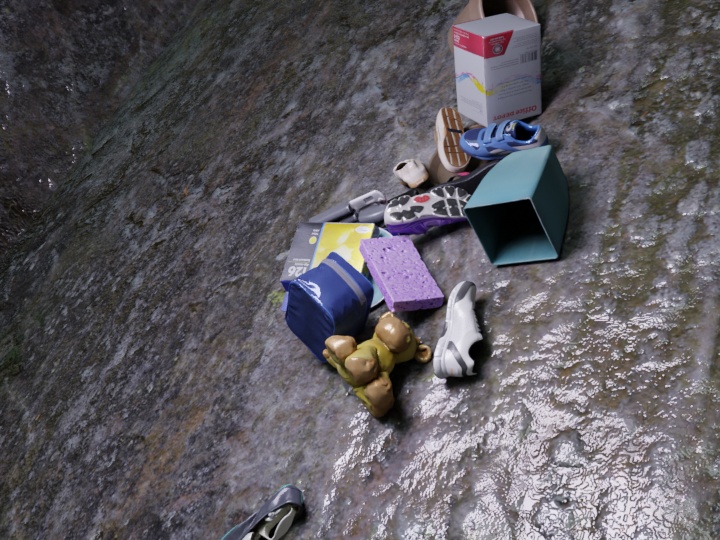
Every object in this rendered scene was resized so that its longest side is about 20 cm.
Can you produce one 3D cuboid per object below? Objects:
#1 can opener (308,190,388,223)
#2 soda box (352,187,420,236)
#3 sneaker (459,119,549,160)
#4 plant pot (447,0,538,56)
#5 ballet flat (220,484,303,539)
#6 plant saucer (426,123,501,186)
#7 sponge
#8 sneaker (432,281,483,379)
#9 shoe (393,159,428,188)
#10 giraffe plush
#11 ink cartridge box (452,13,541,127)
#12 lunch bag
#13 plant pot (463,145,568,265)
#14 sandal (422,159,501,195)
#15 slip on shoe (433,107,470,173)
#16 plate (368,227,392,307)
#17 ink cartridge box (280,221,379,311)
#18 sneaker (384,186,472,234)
[{"bbox_3d":[-0.028,-0.121,1.852,0.198,0.053,0.067,-19,41,29],"label":"can opener"},{"bbox_3d":[0.051,-0.102,1.859,0.198,0.063,0.071,-23,38,24],"label":"soda box"},{"bbox_3d":[0.300,-0.278,1.763,0.197,0.083,0.075,7,59,24],"label":"sneaker"},{"bbox_3d":[0.309,-0.586,2.062,0.174,0.200,0.202,-23,34,54],"label":"plant pot"},{"bbox_3d":[-0.175,0.457,1.465,0.200,0.073,0.073,-42,35,-5],"label":"ballet flat"},{"bbox_3d":[0.239,-0.247,1.871,0.198,0.030,0.201,-25,37,21],"label":"plant saucer"},{"bbox_3d":[0.078,0.003,1.673,0.110,0.030,0.201,-4,40,-21],"label":"sponge"},{"bbox_3d":[0.190,0.108,1.513,0.079,0.074,0.202,1,55,24],"label":"sneaker"},{"bbox_3d":[0.112,-0.229,1.899,0.070,0.054,0.200,-39,12,3],"label":"shoe"},{"bbox_3d":[0.040,0.154,1.546,0.162,0.173,0.200,-37,-1,-14],"label":"giraffe plush"},{"bbox_3d":[0.298,-0.436,1.840,0.144,0.202,0.145,-17,30,-17],"label":"ink cartridge box"},{"bbox_3d":[-0.055,0.072,1.656,0.132,0.201,0.136,-36,70,-29],"label":"lunch bag"},{"bbox_3d":[0.312,-0.136,1.593,0.140,0.142,0.201,-6,40,39],"label":"plant pot"},{"bbox_3d":[0.220,-0.175,1.781,0.198,0.076,0.045,-25,31,9],"label":"sandal"},{"bbox_3d":[0.196,-0.279,1.874,0.061,0.075,0.202,117,155,-44],"label":"slip on shoe"},{"bbox_3d":[0.000,0.000,1.795,0.198,0.026,0.203,-12,61,21],"label":"plate"},{"bbox_3d":[-0.072,-0.006,1.794,0.195,0.047,0.202,3,64,28],"label":"ink cartridge box"},{"bbox_3d":[0.146,-0.118,1.754,0.197,0.084,0.082,-6,57,0],"label":"sneaker"}]
